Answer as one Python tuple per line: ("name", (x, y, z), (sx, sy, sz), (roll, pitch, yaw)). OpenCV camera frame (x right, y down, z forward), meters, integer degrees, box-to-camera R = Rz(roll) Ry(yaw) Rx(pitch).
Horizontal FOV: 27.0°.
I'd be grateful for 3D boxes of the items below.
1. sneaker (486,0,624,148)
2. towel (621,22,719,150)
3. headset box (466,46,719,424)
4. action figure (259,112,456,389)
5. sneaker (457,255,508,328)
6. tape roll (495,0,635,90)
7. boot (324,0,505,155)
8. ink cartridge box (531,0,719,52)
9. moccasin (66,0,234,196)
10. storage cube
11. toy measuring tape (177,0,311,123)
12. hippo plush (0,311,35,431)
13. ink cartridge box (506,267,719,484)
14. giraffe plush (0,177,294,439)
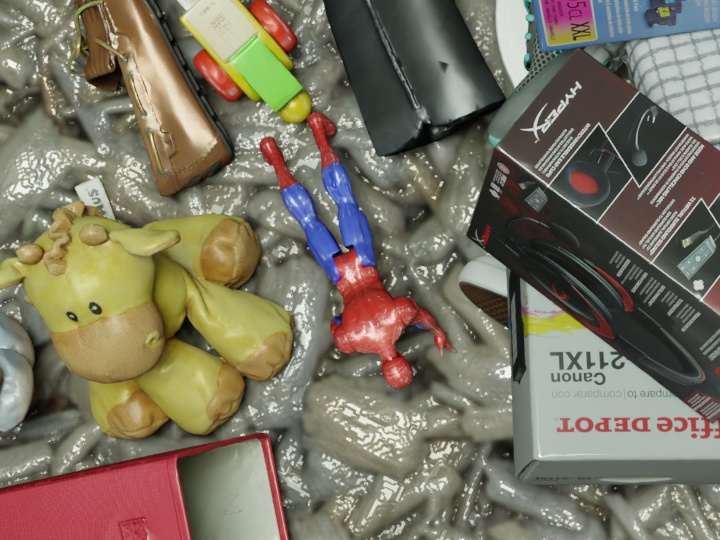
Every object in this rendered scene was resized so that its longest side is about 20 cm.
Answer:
("sneaker", (0.134, -0.164, 0.968), (0.091, 0.078, 0.200), (36, 82, 13))
("towel", (0.254, -0.118, 0.859), (0.199, 0.086, 0.166), (-14, 52, 6))
("headset box", (0.162, -0.007, 0.797), (0.200, 0.149, 0.075), (38, 76, 8))
("action figure", (0.000, 0.000, 1.018), (0.065, 0.099, 0.200), (-27, 61, 8))
("sneaker", (0.167, 0.016, 0.993), (0.200, 0.073, 0.085), (19, 72, 5))
("tape roll", (0.190, -0.170, 1.010), (0.202, 0.037, 0.203), (0, 87, 8))
("boot", (0.045, -0.195, 0.992), (0.165, 0.066, 0.200), (-26, 78, 35))
("ink cartridge box", (0.192, -0.207, 0.838), (0.199, 0.076, 0.137), (-7, 56, 13))
("moccasin", (-0.164, -0.146, 1.043), (0.078, 0.074, 0.202), (-28, 93, -3))
("storage cube", (-0.150, 0.208, 0.954), (0.179, 0.200, 0.171), (-13, 85, 13))
("toy measuring tape", (-0.104, -0.178, 1.020), (0.074, 0.074, 0.200), (-42, 104, 3))
("hippo plush", (-0.324, 0.085, 0.995), (0.161, 0.200, 0.159), (-51, 60, 10))
("ink cartridge box", (0.166, 0.024, 0.909), (0.145, 0.083, 0.201), (0, 74, -3))
("giraffe plush", (-0.154, 0.016, 0.979), (0.173, 0.162, 0.200), (-41, 83, 3))
